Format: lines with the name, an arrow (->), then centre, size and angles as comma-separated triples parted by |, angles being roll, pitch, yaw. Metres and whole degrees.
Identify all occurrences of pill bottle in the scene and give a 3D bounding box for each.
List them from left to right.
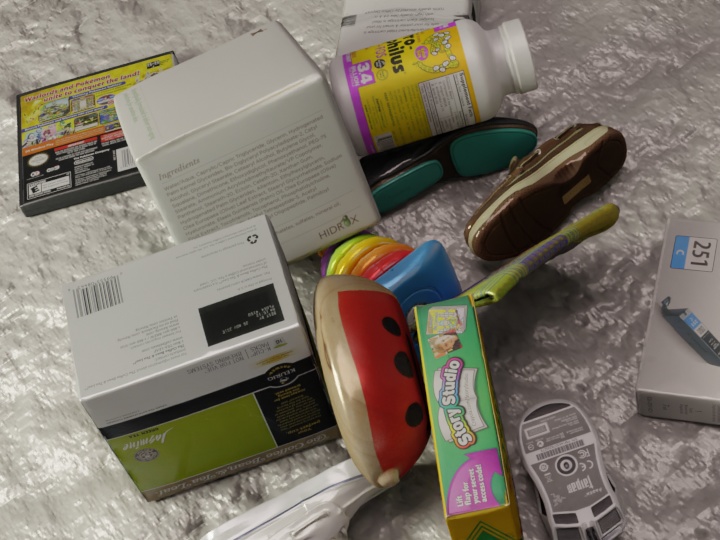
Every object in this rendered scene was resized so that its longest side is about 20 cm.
pill bottle -> 0.074, -0.190, 1.364 | 0.198, 0.105, 0.105 | -16, 52, 5

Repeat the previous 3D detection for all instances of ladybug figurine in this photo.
ladybug figurine -> 0.013, 0.089, 1.151 | 0.071, 0.136, 0.202 | -19, 61, 8

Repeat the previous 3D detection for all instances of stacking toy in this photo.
stacking toy -> 0.000, 0.000, 1.331 | 0.116, 0.110, 0.200 | -37, 43, -14

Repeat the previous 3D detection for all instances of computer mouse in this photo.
computer mouse -> 0.192, 0.205, 1.162 | 0.109, 0.044, 0.202 | -18, 57, 5

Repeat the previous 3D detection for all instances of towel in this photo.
towel -> 0.143, 0.002, 1.239 | 0.199, 0.143, 0.023 | -30, 89, -39

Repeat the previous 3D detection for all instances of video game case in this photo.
video game case -> -0.297, -0.159, 1.556 | 0.198, 0.026, 0.182 | -15, 52, 2

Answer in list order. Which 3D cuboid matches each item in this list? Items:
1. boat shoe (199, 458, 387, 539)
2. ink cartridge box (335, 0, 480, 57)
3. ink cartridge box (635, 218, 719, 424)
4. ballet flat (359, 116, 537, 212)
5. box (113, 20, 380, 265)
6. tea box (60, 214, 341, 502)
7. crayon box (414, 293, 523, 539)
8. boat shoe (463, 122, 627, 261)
boat shoe -> -0.042, 0.225, 1.190 | 0.198, 0.074, 0.066 | -27, 70, -6
ink cartridge box -> 0.055, -0.263, 1.514 | 0.144, 0.084, 0.202 | 0, 54, 12
ink cartridge box -> 0.355, 0.049, 1.239 | 0.174, 0.045, 0.202 | 6, 56, 18
ballet flat -> 0.085, -0.127, 1.418 | 0.198, 0.073, 0.073 | -22, 52, -1
box -> -0.116, -0.113, 1.346 | 0.198, 0.173, 0.199 | -25, 29, -5
tea box -> -0.140, 0.084, 1.227 | 0.198, 0.198, 0.134 | -18, 52, -2
crayon box -> 0.095, 0.153, 1.138 | 0.058, 0.173, 0.202 | -11, 52, 4
boat shoe -> 0.176, -0.082, 1.369 | 0.201, 0.075, 0.075 | -33, 40, -20
